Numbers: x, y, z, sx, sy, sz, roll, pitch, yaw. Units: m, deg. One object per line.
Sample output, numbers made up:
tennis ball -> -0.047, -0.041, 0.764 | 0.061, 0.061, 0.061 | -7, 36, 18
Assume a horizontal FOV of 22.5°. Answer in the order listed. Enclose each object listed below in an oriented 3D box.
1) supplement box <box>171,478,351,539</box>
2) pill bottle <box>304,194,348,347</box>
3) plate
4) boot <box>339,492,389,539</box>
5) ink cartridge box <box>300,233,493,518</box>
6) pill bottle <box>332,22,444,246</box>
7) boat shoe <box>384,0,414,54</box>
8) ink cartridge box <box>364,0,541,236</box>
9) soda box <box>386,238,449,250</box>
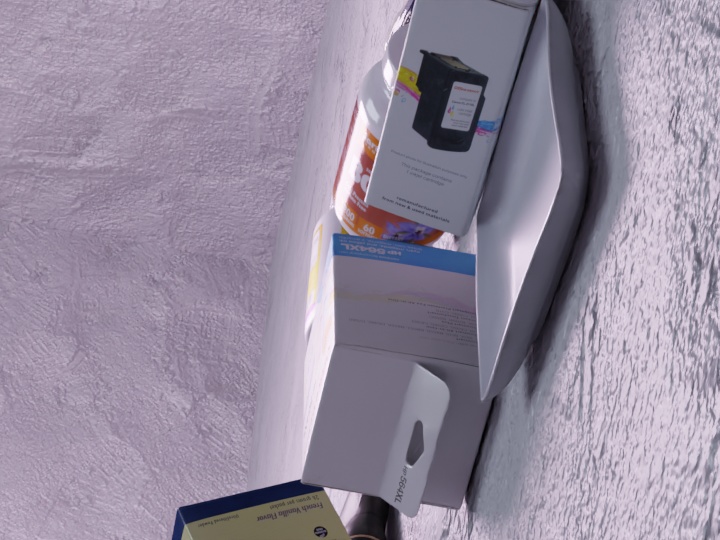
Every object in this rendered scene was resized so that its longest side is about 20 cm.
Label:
supplement box -> -0.073, 0.323, 1.540 | 0.200, 0.134, 0.201 | 58, 148, 37
pill bottle -> 0.000, 0.000, 1.847 | 0.105, 0.104, 0.201 | 106, 172, -46
plate -> 0.114, -0.046, 1.193 | 0.200, 0.032, 0.200 | -87, 10, -49
boot -> -0.012, 0.291, 1.720 | 0.139, 0.077, 0.200 | -80, 15, -55
ink cartridge box -> 0.027, 0.079, 1.370 | 0.200, 0.125, 0.129 | -91, 12, -63
pill bottle -> 0.045, -0.116, 1.566 | 0.200, 0.112, 0.113 | 106, 171, -50
boat shoe -> 0.062, -0.213, 1.721 | 0.200, 0.074, 0.093 | 109, 177, -53
ink cartridge box -> 0.078, -0.152, 1.321 | 0.146, 0.082, 0.201 | -64, -9, -51
soda box -> 0.032, 0.068, 1.630 | 0.069, 0.063, 0.200 | -87, 9, -46
